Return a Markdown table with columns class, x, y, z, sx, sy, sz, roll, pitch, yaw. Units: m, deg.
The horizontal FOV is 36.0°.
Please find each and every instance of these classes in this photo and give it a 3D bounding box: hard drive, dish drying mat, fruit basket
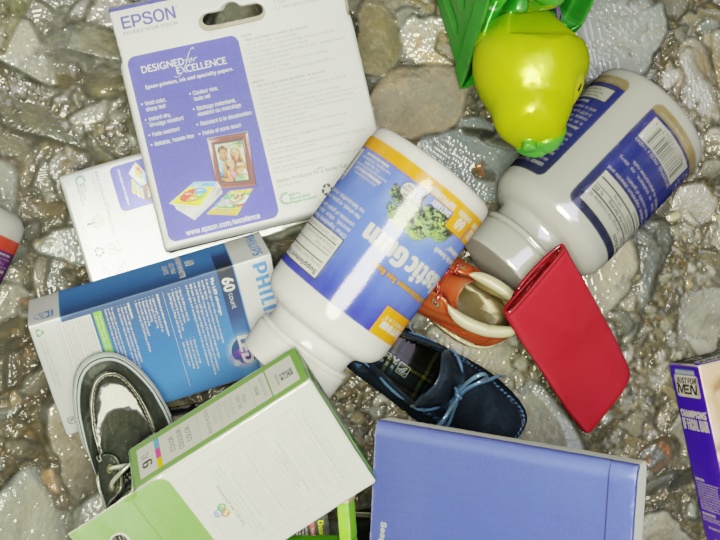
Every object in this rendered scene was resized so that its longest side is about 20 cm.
| class | x | y | z | sx | sy | sz | roll | pitch | yaw |
| --- | --- | --- | --- | --- | --- | --- | --- | --- | --- |
| hard drive | 0.098 | 0.185 | 0.782 | 0.198 | 0.025 | 0.134 | 5 | 95 | 31 |
| dish drying mat | 0.181 | 0.063 | 0.950 | 0.077 | 0.018 | 0.200 | -47 | 133 | -9 |
| fruit basket | 0.147 | -0.204 | 0.919 | 0.154 | 0.216 | 0.217 | -27 | 93 | -10 |

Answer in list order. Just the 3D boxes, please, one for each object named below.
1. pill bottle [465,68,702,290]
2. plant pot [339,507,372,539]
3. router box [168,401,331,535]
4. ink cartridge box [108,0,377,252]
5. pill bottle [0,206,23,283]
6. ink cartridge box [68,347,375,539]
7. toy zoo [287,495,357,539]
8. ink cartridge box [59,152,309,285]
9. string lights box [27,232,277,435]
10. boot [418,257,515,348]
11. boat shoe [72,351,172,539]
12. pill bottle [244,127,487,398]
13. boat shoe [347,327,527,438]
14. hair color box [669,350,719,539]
| class | x | y | z | sx | sy | sz | roll | pitch | yaw |
| --- | --- | --- | --- | --- | --- | --- | --- | --- | --- |
| pill bottle | 0.189 | -0.067 | 0.964 | 0.200 | 0.120 | 0.120 | -44 | 95 | -8 |
| plant pot | 0.120 | 0.279 | 0.889 | 0.198 | 0.177 | 0.203 | -7 | 87 | 32 |
| router box | -0.101 | 0.207 | 0.931 | 0.148 | 0.062 | 0.202 | -7 | 89 | -8 |
| ink cartridge box | -0.089 | -0.135 | 0.918 | 0.195 | 0.047 | 0.202 | -13 | 89 | -8 |
| pill bottle | -0.354 | 0.028 | 0.870 | 0.112 | 0.112 | 0.202 | 25 | 84 | -8 |
| ink cartridge box | -0.101 | 0.157 | 0.805 | 0.199 | 0.059 | 0.104 | -33 | 116 | -3 |
| toy zoo | -0.061 | 0.272 | 0.867 | 0.130 | 0.020 | 0.203 | -5 | 89 | 16 |
| ink cartridge box | -0.146 | -0.059 | 0.947 | 0.198 | 0.039 | 0.101 | -16 | 91 | -9 |
| string lights box | -0.161 | 0.050 | 0.913 | 0.198 | 0.059 | 0.104 | -17 | 114 | -10 |
| boot | 0.053 | 0.000 | 0.946 | 0.199 | 0.107 | 0.076 | 29 | 85 | -6 |
| boat shoe | -0.167 | 0.158 | 0.853 | 0.071 | 0.071 | 0.202 | -22 | 94 | -11 |
| pill bottle | 0.000 | 0.000 | 0.865 | 0.112 | 0.112 | 0.201 | 36 | 91 | -7 |
| boat shoe | 0.057 | 0.101 | 0.960 | 0.198 | 0.069 | 0.085 | 24 | 84 | -8 |
| hair color box | 0.364 | 0.171 | 1.015 | 0.108 | 0.065 | 0.202 | -13 | 89 | -9 |
